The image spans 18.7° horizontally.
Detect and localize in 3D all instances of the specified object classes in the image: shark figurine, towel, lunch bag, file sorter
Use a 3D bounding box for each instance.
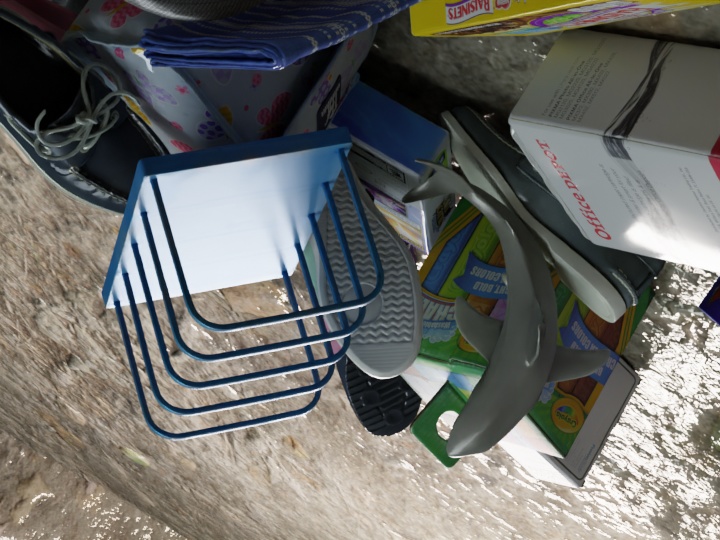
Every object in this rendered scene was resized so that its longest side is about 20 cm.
[{"bbox_3d":[0.106,0.018,1.513,0.128,0.215,0.090,-10,-174,0],"label":"shark figurine"},{"bbox_3d":[-0.023,-0.168,1.339,0.145,0.200,0.024,9,121,49],"label":"towel"},{"bbox_3d":[-0.074,-0.150,1.473,0.127,0.170,0.200,13,151,39],"label":"lunch bag"},{"bbox_3d":[-0.078,0.015,1.430,0.138,0.123,0.200,-10,158,-18],"label":"file sorter"}]

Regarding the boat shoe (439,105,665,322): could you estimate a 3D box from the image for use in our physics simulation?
[{"bbox_3d":[0.135,-0.052,1.554,0.200,0.062,0.073,48,172,21],"label":"boat shoe"}]

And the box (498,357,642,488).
[{"bbox_3d":[0.133,0.077,1.807,0.200,0.117,0.060,42,159,-30],"label":"box"}]

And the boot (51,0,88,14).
[{"bbox_3d":[-0.178,-0.207,1.646,0.153,0.074,0.204,32,160,9],"label":"boot"}]

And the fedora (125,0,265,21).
[{"bbox_3d":[-0.110,-0.253,1.332,0.200,0.177,0.090,37,-170,-7],"label":"fedora"}]

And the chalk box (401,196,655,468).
[{"bbox_3d":[0.109,0.055,1.652,0.124,0.200,0.125,12,155,43],"label":"chalk box"}]

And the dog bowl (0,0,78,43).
[{"bbox_3d":[-0.209,-0.138,1.547,0.200,0.074,0.200,30,-173,-4],"label":"dog bowl"}]

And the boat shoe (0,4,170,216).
[{"bbox_3d":[-0.191,-0.106,1.401,0.200,0.075,0.062,45,165,-13],"label":"boat shoe"}]

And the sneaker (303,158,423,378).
[{"bbox_3d":[0.000,0.000,1.585,0.118,0.074,0.201,69,179,-67],"label":"sneaker"}]

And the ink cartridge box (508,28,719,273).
[{"bbox_3d":[0.213,-0.068,1.362,0.200,0.084,0.145,15,156,40],"label":"ink cartridge box"}]

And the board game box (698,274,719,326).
[{"bbox_3d":[0.307,0.057,1.467,0.134,0.045,0.200,35,-175,-4],"label":"board game box"}]

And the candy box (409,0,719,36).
[{"bbox_3d":[0.125,-0.159,1.280,0.102,0.027,0.200,-7,-177,-31],"label":"candy box"}]

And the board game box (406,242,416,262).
[{"bbox_3d":[-0.014,-0.052,1.848,0.120,0.032,0.200,22,158,16],"label":"board game box"}]

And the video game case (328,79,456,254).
[{"bbox_3d":[-0.022,-0.105,1.659,0.200,0.046,0.181,31,167,13],"label":"video game case"}]

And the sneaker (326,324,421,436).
[{"bbox_3d":[-0.001,0.032,1.739,0.082,0.070,0.201,-138,33,-68],"label":"sneaker"}]
